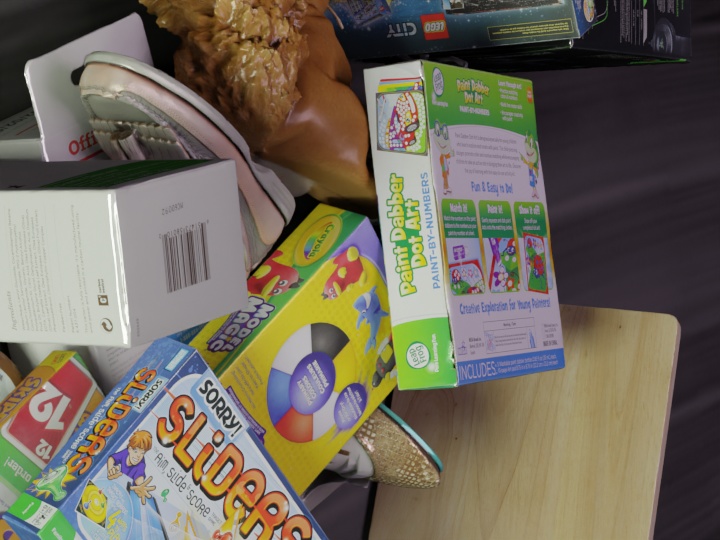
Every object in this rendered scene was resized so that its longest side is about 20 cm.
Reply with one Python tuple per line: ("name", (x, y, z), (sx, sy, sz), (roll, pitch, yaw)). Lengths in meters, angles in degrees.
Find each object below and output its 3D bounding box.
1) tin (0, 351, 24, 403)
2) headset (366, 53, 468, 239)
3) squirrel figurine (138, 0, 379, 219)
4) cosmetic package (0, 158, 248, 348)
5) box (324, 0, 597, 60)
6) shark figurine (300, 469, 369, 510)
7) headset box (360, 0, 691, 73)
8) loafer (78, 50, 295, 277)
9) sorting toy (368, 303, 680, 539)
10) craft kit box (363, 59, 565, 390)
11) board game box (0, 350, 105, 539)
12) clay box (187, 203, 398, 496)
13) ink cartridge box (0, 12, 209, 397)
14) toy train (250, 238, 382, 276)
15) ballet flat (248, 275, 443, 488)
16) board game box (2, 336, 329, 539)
("tin", (-0.237, 0.131, 1.259), (0.112, 0.042, 0.200), (30, 66, -47))
("headset", (0.038, -0.056, 1.605), (0.123, 0.094, 0.200), (-32, 126, -51))
("squirrel figurine", (-0.059, -0.149, 1.409), (0.200, 0.141, 0.187), (58, 35, -63))
("cosmetic package", (-0.170, -0.010, 1.209), (0.108, 0.200, 0.085), (-21, 109, -56))
("box", (0.046, -0.213, 1.519), (0.038, 0.200, 0.137), (-45, 127, -55))
("shark figurine", (-0.034, 0.161, 1.511), (0.128, 0.089, 0.215), (59, 44, -36))
("headset box", (0.123, -0.194, 1.658), (0.200, 0.174, 0.093), (-3, 93, -57))
("loafer", (-0.099, -0.053, 1.311), (0.200, 0.072, 0.063), (43, 64, -55))
("sorting toy", (0.123, 0.128, 1.651), (0.070, 0.199, 0.200), (43, 55, -66))
("craft kit box", (0.069, -0.028, 1.464), (0.200, 0.048, 0.198), (0, 86, -66))
("board game box", (-0.198, 0.141, 1.243), (0.200, 0.030, 0.096), (-46, 120, -33))
("clay box", (-0.050, 0.070, 1.378), (0.200, 0.048, 0.115), (-49, 132, -25))
("ink cartridge box", (-0.161, -0.038, 1.337), (0.115, 0.068, 0.200), (-34, 118, -52))
("toy train", (0.000, 0.000, 1.545), (0.200, 0.046, 0.034), (-2, 52, -31))
("ballet flat", (-0.037, 0.086, 1.473), (0.200, 0.071, 0.065), (42, 64, -1))
("board game box", (-0.100, 0.151, 1.295), (0.135, 0.034, 0.200), (-51, 134, -21))
